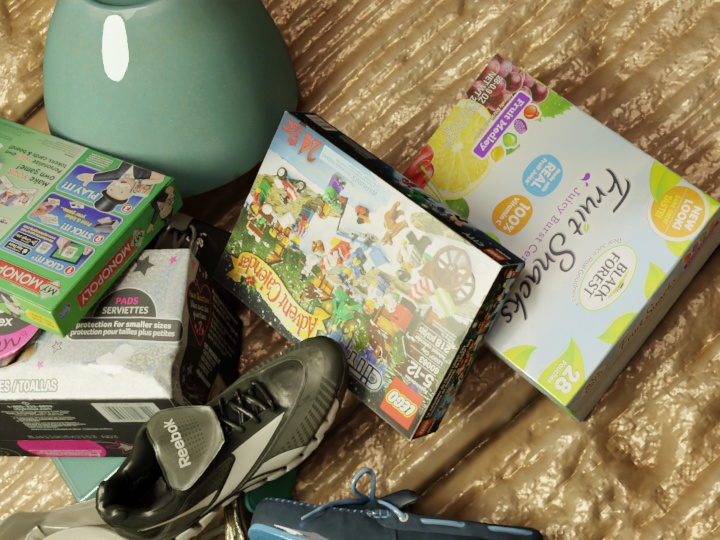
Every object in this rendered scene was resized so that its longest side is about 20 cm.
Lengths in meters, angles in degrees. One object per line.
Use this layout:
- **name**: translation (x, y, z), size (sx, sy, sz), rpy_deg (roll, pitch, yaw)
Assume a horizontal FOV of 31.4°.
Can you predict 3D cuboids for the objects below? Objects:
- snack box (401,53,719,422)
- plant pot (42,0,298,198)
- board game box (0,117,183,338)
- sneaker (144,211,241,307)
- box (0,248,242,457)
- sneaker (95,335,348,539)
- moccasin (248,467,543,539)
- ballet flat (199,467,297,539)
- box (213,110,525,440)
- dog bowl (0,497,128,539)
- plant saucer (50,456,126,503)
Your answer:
- **snack box**: translation (0.124, -0.025, 0.888), size (0.199, 0.068, 0.169), rpy_deg (38, 90, 24)
- **plant pot**: translation (-0.154, -0.173, 0.961), size (0.197, 0.136, 0.202), rpy_deg (-4, 50, 5)
- **board game box**: translation (-0.242, -0.039, 0.905), size (0.198, 0.029, 0.135), rpy_deg (20, 56, 28)
- **sneaker**: translation (-0.173, -0.022, 0.984), size (0.197, 0.089, 0.075), rpy_deg (14, 76, 22)
- **box**: translation (-0.201, 0.060, 0.925), size (0.197, 0.132, 0.116), rpy_deg (-2, 64, 12)
- **sneaker**: translation (-0.093, 0.112, 0.833), size (0.199, 0.090, 0.067), rpy_deg (-40, 62, 7)
- **moccasin**: translation (0.026, 0.181, 0.853), size (0.197, 0.081, 0.069), rpy_deg (16, 63, 1)
- **ballet flat**: translation (-0.082, 0.180, 0.900), size (0.074, 0.068, 0.203), rpy_deg (-10, 73, 28)
- **box**: translation (0.000, 0.000, 0.877), size (0.199, 0.037, 0.138), rpy_deg (37, 112, 26)
- **dog bowl**: translation (-0.194, 0.258, 0.915), size (0.197, 0.059, 0.203), rpy_deg (-6, 70, 18)
- **plant saucer**: translation (-0.240, 0.093, 1.008), size (0.070, 0.019, 0.201), rpy_deg (-40, 63, 3)
